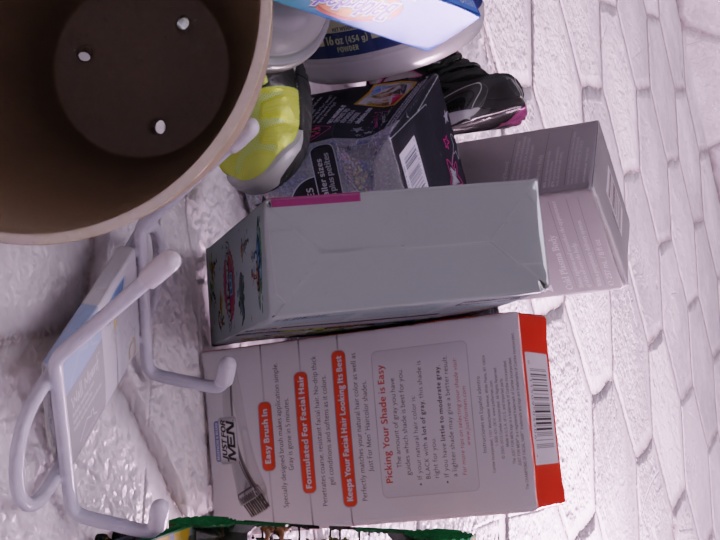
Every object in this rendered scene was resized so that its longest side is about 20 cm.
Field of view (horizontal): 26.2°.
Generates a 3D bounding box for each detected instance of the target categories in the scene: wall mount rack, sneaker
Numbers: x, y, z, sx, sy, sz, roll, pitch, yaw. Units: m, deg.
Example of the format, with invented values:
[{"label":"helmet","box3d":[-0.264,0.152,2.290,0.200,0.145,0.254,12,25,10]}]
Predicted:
[{"label":"wall mount rack","box3d":[-0.102,0.024,0.751,0.200,0.074,0.174,-69,166,-53]},{"label":"sneaker","box3d":[0.048,-0.142,1.148,0.080,0.200,0.087,-11,99,-28]},{"label":"sneaker","box3d":[-0.082,-0.140,0.933,0.076,0.075,0.201,26,48,-58]}]

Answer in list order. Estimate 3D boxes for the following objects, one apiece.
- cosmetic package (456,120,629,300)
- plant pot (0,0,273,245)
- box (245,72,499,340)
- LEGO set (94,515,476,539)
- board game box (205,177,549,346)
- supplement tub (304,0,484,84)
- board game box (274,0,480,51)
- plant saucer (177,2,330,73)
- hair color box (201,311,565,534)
[{"label":"cosmetic package","box3d":[0.097,-0.038,1.181,0.090,0.199,0.107,-78,150,-46]},{"label":"plant pot","box3d":[-0.118,-0.104,0.690,0.200,0.186,0.188,-4,87,-85]},{"label":"box","box3d":[0.009,-0.013,1.056,0.132,0.114,0.201,-56,133,-59]},{"label":"LEGO set","box3d":[-0.035,0.191,0.771,0.154,0.199,0.116,10,81,-82]},{"label":"board game box","box3d":[0.000,0.000,0.858,0.200,0.147,0.065,151,-66,-74]},{"label":"supplement tub","box3d":[-0.003,-0.243,1.057,0.145,0.144,0.201,-58,136,-60]},{"label":"board game box","box3d":[-0.025,-0.209,0.844,0.200,0.045,0.153,6,58,-57]},{"label":"plant saucer","box3d":[-0.076,-0.211,0.876,0.200,0.050,0.201,31,45,-35]},{"label":"hair color box","box3d":[0.011,0.091,0.898,0.064,0.199,0.111,13,71,-67]}]
